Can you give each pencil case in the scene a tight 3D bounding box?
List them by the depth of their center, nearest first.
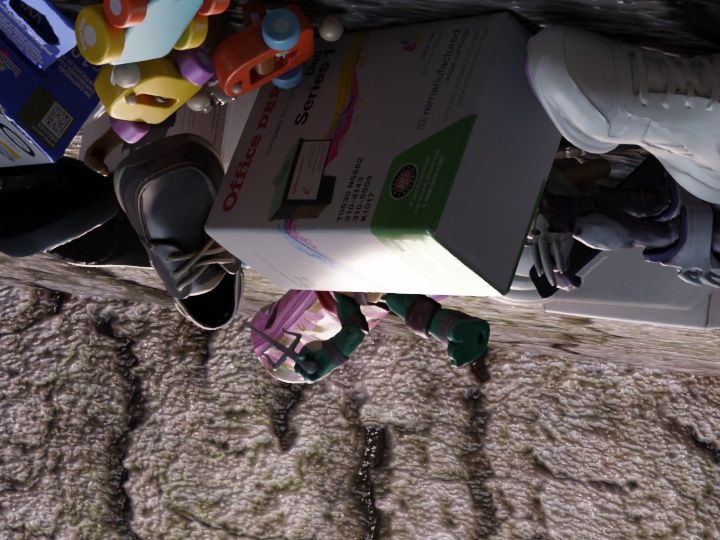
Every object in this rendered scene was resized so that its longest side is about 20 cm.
[{"bbox_3d":[-0.025,0.026,1.271,0.086,0.083,0.200,26,150,-10],"label":"pencil case"}]

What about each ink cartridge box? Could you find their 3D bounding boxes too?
[{"bbox_3d":[-0.239,-0.129,0.922,0.199,0.077,0.136,3,144,51],"label":"ink cartridge box"},{"bbox_3d":[0.015,-0.068,0.951,0.199,0.146,0.084,1,154,46],"label":"ink cartridge box"},{"bbox_3d":[-0.098,-0.096,1.158,0.145,0.084,0.199,14,170,-39],"label":"ink cartridge box"},{"bbox_3d":[0.257,0.003,1.359,0.144,0.085,0.200,6,180,24],"label":"ink cartridge box"}]

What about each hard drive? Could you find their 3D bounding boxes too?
[{"bbox_3d":[0.229,-0.026,1.133,0.199,0.033,0.140,5,139,-48],"label":"hard drive"}]

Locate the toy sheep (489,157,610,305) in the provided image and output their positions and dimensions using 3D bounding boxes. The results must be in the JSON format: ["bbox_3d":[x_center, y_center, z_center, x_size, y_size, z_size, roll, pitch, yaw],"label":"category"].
[{"bbox_3d":[0.129,-0.037,1.190,0.137,0.139,0.200,8,178,3],"label":"toy sheep"}]

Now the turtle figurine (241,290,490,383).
[{"bbox_3d":[0.000,0.000,1.095,0.199,0.151,0.101,9,-152,37],"label":"turtle figurine"}]

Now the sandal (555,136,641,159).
[{"bbox_3d":[0.151,-0.101,1.034,0.198,0.045,0.075,-6,179,-2],"label":"sandal"}]

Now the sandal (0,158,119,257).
[{"bbox_3d":[-0.216,-0.058,0.971,0.076,0.043,0.200,-34,-148,-20],"label":"sandal"}]

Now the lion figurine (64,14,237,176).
[{"bbox_3d":[-0.160,-0.128,1.019,0.072,0.123,0.200,44,170,-34],"label":"lion figurine"}]

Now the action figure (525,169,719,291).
[{"bbox_3d":[0.143,-0.031,0.986,0.198,0.070,0.130,3,-151,3],"label":"action figure"}]

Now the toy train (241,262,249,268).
[{"bbox_3d":[-0.102,-0.059,1.335,0.199,0.115,0.087,6,173,24],"label":"toy train"}]

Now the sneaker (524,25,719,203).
[{"bbox_3d":[0.181,-0.105,0.895,0.199,0.075,0.099,16,147,-34],"label":"sneaker"}]

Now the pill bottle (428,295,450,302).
[{"bbox_3d":[0.050,-0.034,1.358,0.111,0.112,0.200,8,173,4],"label":"pill bottle"}]

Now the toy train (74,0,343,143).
[{"bbox_3d":[-0.089,-0.144,0.869,0.150,0.056,0.200,-31,165,-5],"label":"toy train"}]

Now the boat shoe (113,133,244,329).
[{"bbox_3d":[-0.108,-0.022,1.033,0.074,0.074,0.200,-27,157,-5],"label":"boat shoe"}]

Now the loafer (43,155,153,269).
[{"bbox_3d":[-0.200,-0.033,1.146,0.071,0.074,0.199,1,167,43],"label":"loafer"}]
